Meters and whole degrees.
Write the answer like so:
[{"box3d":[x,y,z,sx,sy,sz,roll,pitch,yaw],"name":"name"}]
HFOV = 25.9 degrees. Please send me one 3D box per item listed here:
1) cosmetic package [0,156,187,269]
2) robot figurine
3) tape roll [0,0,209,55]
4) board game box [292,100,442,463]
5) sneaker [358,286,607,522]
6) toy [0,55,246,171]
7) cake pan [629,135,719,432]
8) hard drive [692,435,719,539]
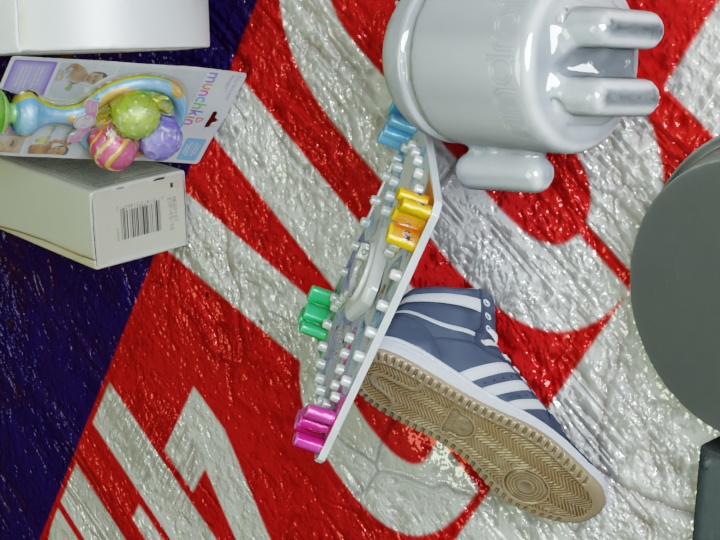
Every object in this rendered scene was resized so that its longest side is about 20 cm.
[{"box3d":[-0.256,-0.067,1.417,0.200,0.103,0.073,19,117,45],"name":"cosmetic package"},{"box3d":[0.093,-0.134,0.986,0.200,0.113,0.170,10,97,47],"name":"robot figurine"},{"box3d":[-0.221,-0.209,1.249,0.202,0.202,0.071,7,102,47],"name":"tape roll"},{"box3d":[0.000,0.000,1.078,0.200,0.026,0.201,-93,25,-65],"name":"board game box"},{"box3d":[0.096,0.086,1.102,0.200,0.109,0.070,33,130,-1],"name":"sneaker"},{"box3d":[-0.196,-0.114,1.254,0.115,0.199,0.047,-53,44,44],"name":"toy"},{"box3d":[0.239,0.016,0.928,0.200,0.037,0.201,18,115,44],"name":"cake pan"},{"box3d":[0.265,0.217,0.968,0.139,0.033,0.201,20,117,44],"name":"hard drive"}]
